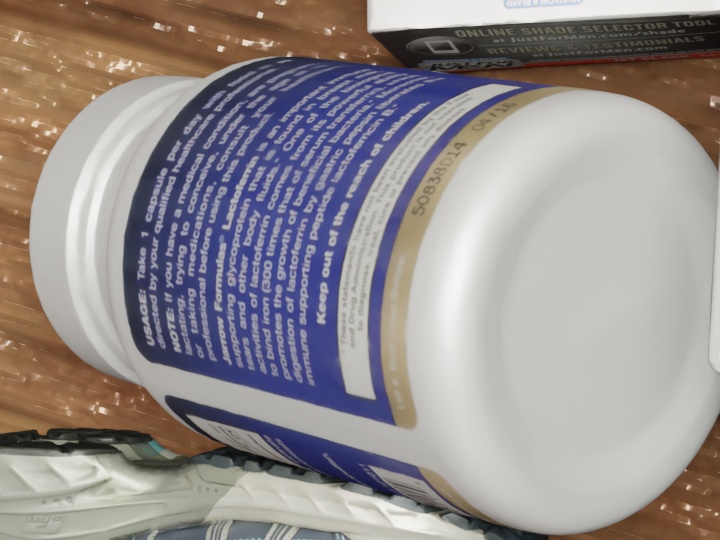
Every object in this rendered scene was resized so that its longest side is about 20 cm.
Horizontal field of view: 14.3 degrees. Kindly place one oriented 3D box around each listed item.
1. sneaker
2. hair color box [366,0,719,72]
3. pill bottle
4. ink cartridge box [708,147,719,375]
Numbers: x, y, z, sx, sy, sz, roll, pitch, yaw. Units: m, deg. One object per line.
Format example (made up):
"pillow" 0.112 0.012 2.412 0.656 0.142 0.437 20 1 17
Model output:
"sneaker" -0.037 0.095 0.869 0.199 0.078 0.087 2 95 23
"hair color box" 0.060 -0.166 0.873 0.110 0.064 0.201 -2 81 14
"pill bottle" 0.000 0.000 0.803 0.199 0.115 0.116 11 85 49
"ink cartridge box" 0.174 -0.030 0.751 0.144 0.200 0.146 2 83 13
